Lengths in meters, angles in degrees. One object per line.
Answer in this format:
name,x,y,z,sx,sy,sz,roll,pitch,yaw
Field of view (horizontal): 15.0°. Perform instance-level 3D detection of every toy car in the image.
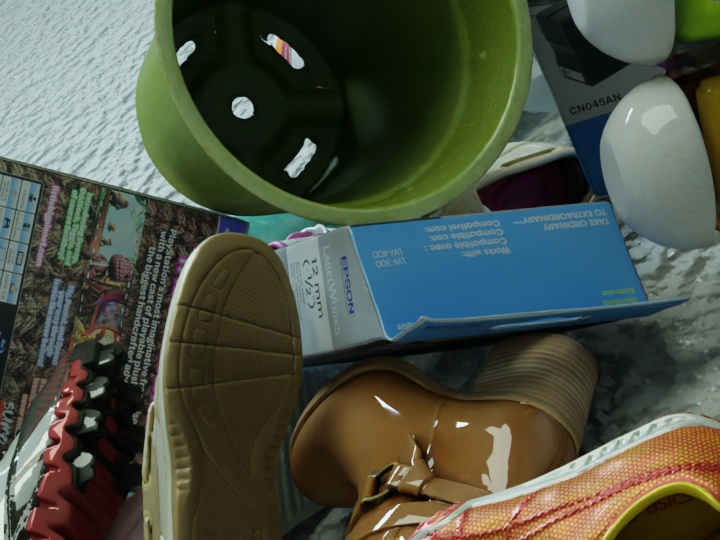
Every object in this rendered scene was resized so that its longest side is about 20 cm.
toy car,0.188,-0.107,1.317,0.175,0.200,0.150,-13,3,-6

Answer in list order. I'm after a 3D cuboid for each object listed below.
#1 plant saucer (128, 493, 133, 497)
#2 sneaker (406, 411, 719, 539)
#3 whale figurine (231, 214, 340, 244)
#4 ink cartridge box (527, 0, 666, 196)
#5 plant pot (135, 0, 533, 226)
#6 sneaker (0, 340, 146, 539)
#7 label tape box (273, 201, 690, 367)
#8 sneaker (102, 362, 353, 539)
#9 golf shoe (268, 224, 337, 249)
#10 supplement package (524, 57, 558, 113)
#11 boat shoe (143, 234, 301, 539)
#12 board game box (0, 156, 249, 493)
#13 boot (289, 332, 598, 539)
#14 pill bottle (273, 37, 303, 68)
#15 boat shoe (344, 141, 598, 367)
plant saucer,-0.198,0.141,1.655,0.200,0.036,0.200,-32,19,13
sneaker,0.076,0.128,1.133,0.200,0.073,0.077,-33,28,18
whale figurine,-0.066,0.000,1.645,0.159,0.104,0.200,-19,26,44
ink cartridge box,0.156,-0.159,1.444,0.144,0.200,0.084,-18,24,19
plant pot,-0.038,-0.104,1.446,0.200,0.200,0.190,-44,7,-22
sneaker,-0.168,0.122,1.365,0.098,0.071,0.201,-4,56,24
label tape box,0.049,0.004,1.342,0.143,0.066,0.200,-6,-6,-23
sneaker,-0.082,0.119,1.427,0.105,0.075,0.200,-6,39,49
golf shoe,0.000,0.000,1.552,0.200,0.092,0.075,-46,19,-30
supplement package,0.153,-0.202,1.588,0.200,0.151,0.152,-28,-11,24
boat shoe,-0.075,0.084,1.325,0.069,0.074,0.200,-24,59,61
board game box,-0.182,0.028,1.484,0.097,0.200,0.160,1,78,60
boot,0.013,0.111,1.290,0.200,0.074,0.155,-26,26,44
pill bottle,0.030,-0.140,1.785,0.110,0.110,0.200,-43,19,-19
boat shoe,0.058,-0.015,1.493,0.200,0.074,0.069,-41,19,-34
